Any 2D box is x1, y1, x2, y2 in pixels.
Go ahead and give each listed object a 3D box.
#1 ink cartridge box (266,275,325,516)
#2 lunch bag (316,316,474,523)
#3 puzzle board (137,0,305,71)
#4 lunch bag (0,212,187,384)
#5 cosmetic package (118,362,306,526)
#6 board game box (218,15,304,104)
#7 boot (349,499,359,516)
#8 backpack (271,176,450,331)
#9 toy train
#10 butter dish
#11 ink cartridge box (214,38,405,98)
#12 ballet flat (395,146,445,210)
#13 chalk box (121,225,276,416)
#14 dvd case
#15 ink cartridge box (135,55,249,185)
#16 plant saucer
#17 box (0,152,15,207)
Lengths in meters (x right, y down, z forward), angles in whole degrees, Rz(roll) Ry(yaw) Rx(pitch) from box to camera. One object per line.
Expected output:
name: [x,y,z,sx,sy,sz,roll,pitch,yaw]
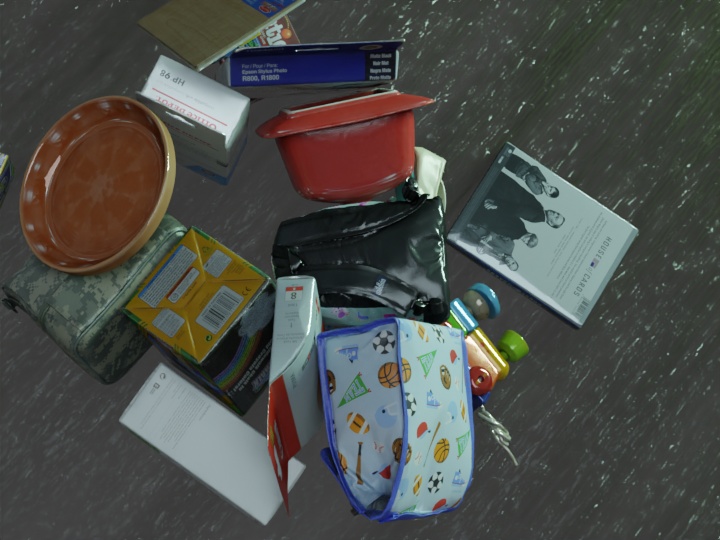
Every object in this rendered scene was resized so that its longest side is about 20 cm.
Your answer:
ink cartridge box: [-0.063,0.132,1.342,0.050,0.163,0.201,-4,54,3]
lunch bag: [0.041,0.162,1.354,0.123,0.170,0.202,-15,77,30]
puzzle board: [-0.166,-0.300,1.501,0.150,0.200,0.017,-35,127,-12]
lunch bag: [-0.293,0.000,1.449,0.167,0.140,0.200,34,76,24]
cosmetic package: [-0.165,0.197,1.438,0.199,0.108,0.085,36,77,3]
board game box: [-0.145,-0.312,1.591,0.102,0.019,0.201,-25,82,-12]
boot: [0.007,0.162,1.486,0.174,0.069,0.200,40,85,9]
backpack: [0.000,0.000,1.439,0.198,0.127,0.168,-5,62,6]
toy train: [0.157,0.119,1.510,0.115,0.085,0.200,-36,84,-26]
butter dish: [-0.013,-0.128,1.497,0.198,0.199,0.149,-12,100,-6]
ink cartridge box: [-0.062,-0.229,1.476,0.198,0.200,0.041,-5,92,-12]
ballet flat: [0.072,-0.051,1.542,0.069,0.070,0.202,8,76,-5]
chalk box: [-0.154,0.068,1.431,0.123,0.200,0.125,32,74,25]
dvd case: [0.223,-0.043,1.575,0.199,0.025,0.151,34,76,1]
ink cartridge box: [-0.190,-0.175,1.464,0.115,0.200,0.067,26,77,-1]
plant saucer: [-0.282,-0.090,1.379,0.199,0.032,0.202,-9,68,25]
box: [-0.471,-0.046,1.475,0.069,0.064,0.202,20,77,-2]
